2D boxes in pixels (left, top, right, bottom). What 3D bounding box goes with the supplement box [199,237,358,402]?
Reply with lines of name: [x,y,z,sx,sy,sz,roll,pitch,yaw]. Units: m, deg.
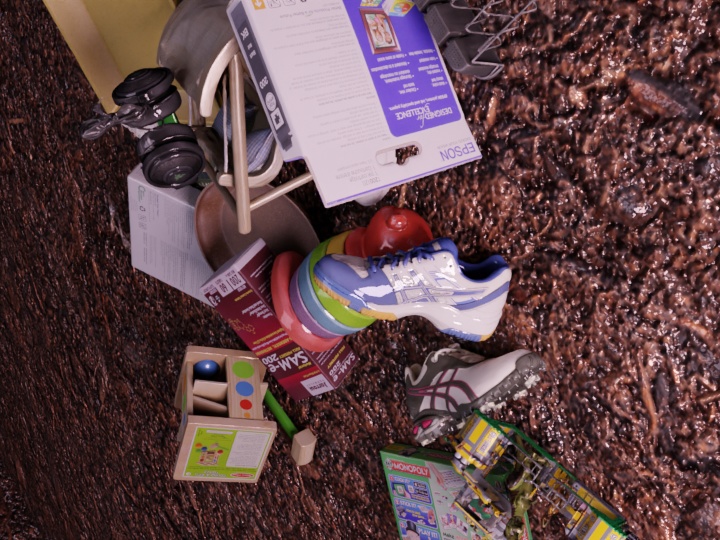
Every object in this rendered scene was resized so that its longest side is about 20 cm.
supplement box: [-0.105,0.068,0.971,0.201,0.061,0.108,50,142,-11]

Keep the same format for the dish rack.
dish rack: [0.115,-0.277,0.636,0.199,0.054,0.156,-39,76,47]

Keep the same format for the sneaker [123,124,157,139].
sneaker: [-0.324,-0.218,1.136,0.074,0.099,0.204,-28,85,48]

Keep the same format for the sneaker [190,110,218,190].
sneaker: [-0.200,-0.137,1.045,0.199,0.066,0.091,-38,71,46]

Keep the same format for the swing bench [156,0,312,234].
swing bench: [-0.134,-0.187,0.821,0.199,0.128,0.203,47,160,53]

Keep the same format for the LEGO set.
LEGO set: [0.152,0.234,0.709,0.199,0.153,0.117,37,94,21]

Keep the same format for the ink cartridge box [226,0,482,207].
ink cartridge box: [0.000,-0.169,0.699,0.043,0.195,0.204,-27,83,56]

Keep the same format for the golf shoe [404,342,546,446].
golf shoe: [0.106,0.114,0.787,0.200,0.076,0.090,-40,65,48]

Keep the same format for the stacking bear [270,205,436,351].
stacking bear: [0.000,0.000,0.838,0.120,0.115,0.199,34,132,-24]

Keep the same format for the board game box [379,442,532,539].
board game box: [0.110,0.281,0.881,0.198,0.029,0.138,-4,101,50]

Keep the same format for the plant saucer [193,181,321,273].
plant saucer: [-0.125,-0.038,0.982,0.196,0.037,0.204,16,129,21]

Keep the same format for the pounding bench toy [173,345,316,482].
pounding bench toy: [-0.168,0.208,1.116,0.158,0.195,0.126,-104,29,-47]

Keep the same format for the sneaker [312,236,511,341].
sneaker: [0.052,0.001,0.736,0.076,0.195,0.090,-110,37,-61]

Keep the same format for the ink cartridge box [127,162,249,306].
ink cartridge box: [-0.247,-0.039,1.113,0.196,0.044,0.198,25,139,5]

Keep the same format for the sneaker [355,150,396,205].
sneaker: [-0.011,-0.166,0.806,0.075,0.080,0.205,15,117,43]

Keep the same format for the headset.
headset: [-0.217,-0.141,0.765,0.200,0.092,0.126,-154,42,-84]

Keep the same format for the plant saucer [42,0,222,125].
plant saucer: [-0.272,-0.279,0.948,0.196,0.049,0.202,8,141,24]
